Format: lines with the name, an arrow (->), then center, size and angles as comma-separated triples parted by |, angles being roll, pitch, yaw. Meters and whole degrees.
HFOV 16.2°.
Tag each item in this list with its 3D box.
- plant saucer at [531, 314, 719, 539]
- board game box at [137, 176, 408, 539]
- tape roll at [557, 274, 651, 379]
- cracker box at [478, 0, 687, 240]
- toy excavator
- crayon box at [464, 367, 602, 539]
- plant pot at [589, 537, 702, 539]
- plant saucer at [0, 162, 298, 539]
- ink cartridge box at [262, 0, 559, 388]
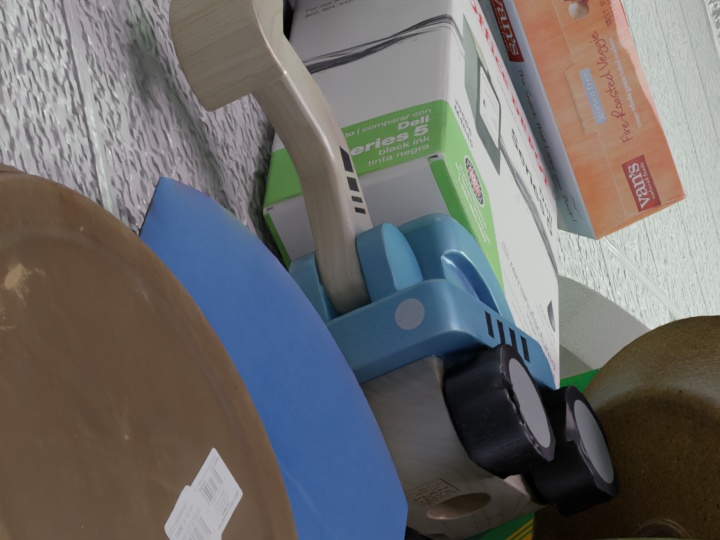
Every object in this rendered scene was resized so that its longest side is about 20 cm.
plant saucer -> 0.129, 0.118, 0.992 | 0.035, 0.200, 0.201 | 1, 69, -40
board game box -> -0.046, 0.065, 0.824 | 0.158, 0.039, 0.200 | 55, 21, -23
tape roll -> 0.138, 0.087, 1.267 | 0.203, 0.037, 0.203 | 44, -16, 16
cracker box -> 0.083, -0.096, 1.289 | 0.134, 0.057, 0.200 | 70, -14, -14
toy excavator -> 0.000, 0.000, 0.969 | 0.194, 0.100, 0.201 | 34, 35, -59
crayon box -> 0.108, 0.137, 1.160 | 0.058, 0.118, 0.200 | -91, 159, -48
plant pot -> 0.081, 0.214, 0.895 | 0.200, 0.199, 0.191 | -41, 126, -75
plant saucer -> -0.072, 0.055, 0.676 | 0.200, 0.029, 0.201 | 48, 27, -34
ink cartridge box -> 0.027, -0.032, 1.117 | 0.200, 0.084, 0.146 | -84, 153, -57
